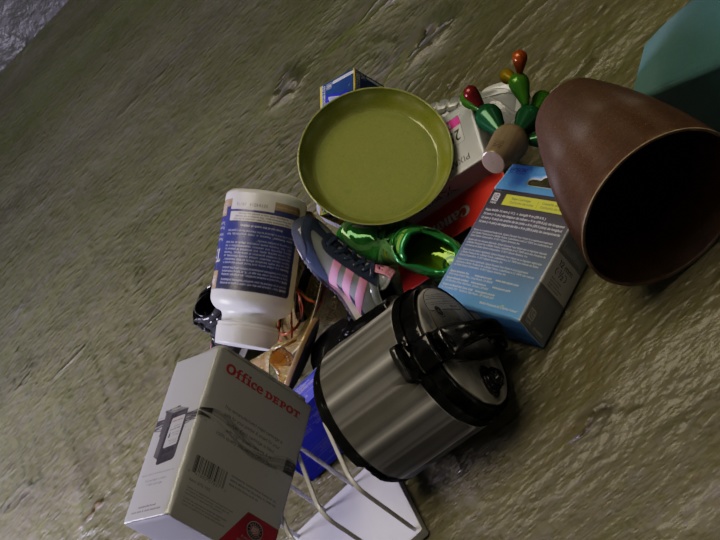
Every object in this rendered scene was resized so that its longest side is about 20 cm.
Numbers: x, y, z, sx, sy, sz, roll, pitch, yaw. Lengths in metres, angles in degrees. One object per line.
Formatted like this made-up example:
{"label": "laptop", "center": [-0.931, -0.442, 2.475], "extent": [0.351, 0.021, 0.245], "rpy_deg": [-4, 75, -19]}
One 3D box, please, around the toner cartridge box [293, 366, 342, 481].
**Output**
{"label": "toner cartridge box", "center": [-0.025, 0.158, 1.509], "extent": [0.200, 0.095, 0.043], "rpy_deg": [-44, 34, 9]}

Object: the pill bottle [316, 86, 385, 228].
{"label": "pill bottle", "center": [-0.003, -0.161, 1.770], "extent": [0.112, 0.112, 0.201], "rpy_deg": [-18, 45, 38]}

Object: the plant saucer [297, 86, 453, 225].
{"label": "plant saucer", "center": [0.019, -0.141, 1.575], "extent": [0.198, 0.031, 0.202], "rpy_deg": [-2, 64, 3]}

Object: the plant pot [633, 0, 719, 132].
{"label": "plant pot", "center": [0.403, -0.222, 1.338], "extent": [0.199, 0.141, 0.142], "rpy_deg": [-17, 46, 50]}

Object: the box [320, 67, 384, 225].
{"label": "box", "center": [-0.010, -0.163, 1.654], "extent": [0.070, 0.064, 0.202], "rpy_deg": [-22, 58, 38]}

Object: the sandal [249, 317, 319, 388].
{"label": "sandal", "center": [-0.113, 0.139, 1.555], "extent": [0.078, 0.069, 0.213], "rpy_deg": [-54, -16, -56]}

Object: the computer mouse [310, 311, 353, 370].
{"label": "computer mouse", "center": [-0.026, 0.068, 1.589], "extent": [0.200, 0.034, 0.059], "rpy_deg": [-61, -13, -58]}

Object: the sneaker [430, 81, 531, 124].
{"label": "sneaker", "center": [0.134, -0.173, 1.658], "extent": [0.199, 0.075, 0.116], "rpy_deg": [-22, 46, 35]}

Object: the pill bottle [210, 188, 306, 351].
{"label": "pill bottle", "center": [-0.137, 0.001, 1.628], "extent": [0.110, 0.110, 0.202], "rpy_deg": [0, 80, 49]}

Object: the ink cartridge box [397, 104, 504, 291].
{"label": "ink cartridge box", "center": [0.097, -0.094, 1.597], "extent": [0.199, 0.043, 0.175], "rpy_deg": [-33, 53, 32]}

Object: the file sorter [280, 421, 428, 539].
{"label": "file sorter", "center": [-0.054, 0.290, 1.391], "extent": [0.200, 0.124, 0.139], "rpy_deg": [-45, 34, 9]}

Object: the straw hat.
{"label": "straw hat", "center": [-0.052, 0.026, 1.672], "extent": [0.201, 0.084, 0.203], "rpy_deg": [-169, 90, -68]}

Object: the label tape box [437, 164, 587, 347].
{"label": "label tape box", "center": [0.193, -0.022, 1.448], "extent": [0.143, 0.066, 0.201], "rpy_deg": [14, 66, 48]}

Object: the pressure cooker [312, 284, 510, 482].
{"label": "pressure cooker", "center": [0.070, 0.116, 1.365], "extent": [0.200, 0.178, 0.177], "rpy_deg": [-38, 25, 25]}

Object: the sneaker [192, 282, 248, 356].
{"label": "sneaker", "center": [-0.202, 0.082, 1.744], "extent": [0.200, 0.098, 0.071], "rpy_deg": [-53, 32, 38]}

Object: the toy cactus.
{"label": "toy cactus", "center": [0.200, -0.178, 1.492], "extent": [0.199, 0.103, 0.165], "rpy_deg": [27, 47, 16]}

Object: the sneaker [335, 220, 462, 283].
{"label": "sneaker", "center": [0.057, -0.036, 1.550], "extent": [0.198, 0.084, 0.075], "rpy_deg": [17, 76, 26]}

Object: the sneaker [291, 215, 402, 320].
{"label": "sneaker", "center": [0.000, 0.000, 1.543], "extent": [0.082, 0.200, 0.070], "rpy_deg": [-33, 14, 36]}

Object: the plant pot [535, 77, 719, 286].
{"label": "plant pot", "center": [0.271, -0.117, 1.322], "extent": [0.187, 0.187, 0.200], "rpy_deg": [-43, 41, 10]}

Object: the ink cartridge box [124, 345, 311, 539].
{"label": "ink cartridge box", "center": [-0.150, 0.206, 1.341], "extent": [0.083, 0.145, 0.201], "rpy_deg": [-21, 43, 42]}
